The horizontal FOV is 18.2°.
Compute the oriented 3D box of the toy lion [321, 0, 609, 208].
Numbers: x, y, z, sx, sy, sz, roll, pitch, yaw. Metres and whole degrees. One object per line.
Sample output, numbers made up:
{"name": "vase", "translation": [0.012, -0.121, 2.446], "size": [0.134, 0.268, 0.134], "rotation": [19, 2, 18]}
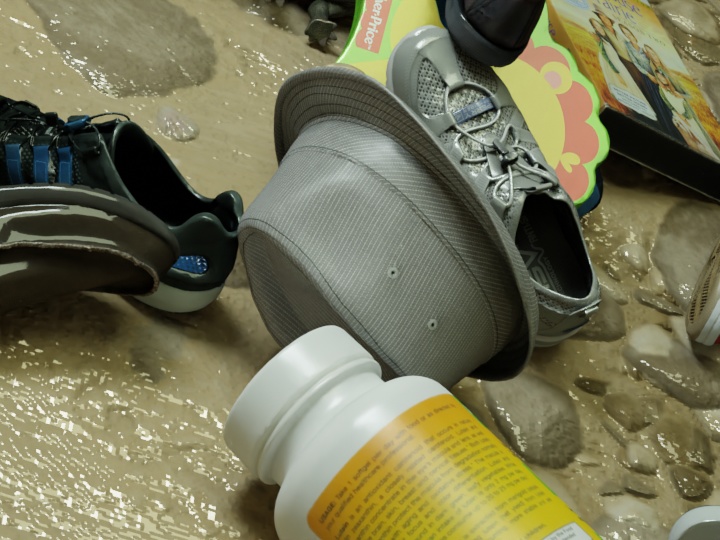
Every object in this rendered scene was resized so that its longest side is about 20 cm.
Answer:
{"name": "toy lion", "translation": [0.062, -0.114, 1.364], "size": [0.191, 0.069, 0.201], "rotation": [17, 70, -8]}

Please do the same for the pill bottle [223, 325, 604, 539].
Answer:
{"name": "pill bottle", "translation": [0.030, 0.122, 1.078], "size": [0.200, 0.111, 0.111], "rotation": [44, 39, 20]}

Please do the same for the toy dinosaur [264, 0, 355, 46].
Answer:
{"name": "toy dinosaur", "translation": [-0.036, -0.208, 1.488], "size": [0.199, 0.077, 0.102], "rotation": [20, 23, -3]}

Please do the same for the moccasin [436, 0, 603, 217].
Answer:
{"name": "moccasin", "translation": [0.082, -0.111, 1.439], "size": [0.200, 0.080, 0.068], "rotation": [59, 15, 10]}

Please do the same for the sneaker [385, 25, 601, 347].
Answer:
{"name": "sneaker", "translation": [0.087, -0.055, 1.285], "size": [0.075, 0.082, 0.200], "rotation": [-31, 93, -20]}

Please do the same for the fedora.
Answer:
{"name": "fedora", "translation": [0.000, 0.000, 1.181], "size": [0.090, 0.177, 0.200], "rotation": [-45, 116, -26]}

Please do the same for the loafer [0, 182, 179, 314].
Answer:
{"name": "loafer", "translation": [-0.191, -0.001, 1.130], "size": [0.199, 0.073, 0.072], "rotation": [4, 67, -13]}

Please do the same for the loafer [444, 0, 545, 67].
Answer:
{"name": "loafer", "translation": [0.098, -0.200, 1.335], "size": [0.072, 0.063, 0.200], "rotation": [30, 40, -15]}

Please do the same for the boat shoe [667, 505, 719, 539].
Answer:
{"name": "boat shoe", "translation": [0.250, 0.170, 1.211], "size": [0.200, 0.069, 0.057], "rotation": [24, 28, -15]}

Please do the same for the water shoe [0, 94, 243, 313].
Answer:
{"name": "water shoe", "translation": [-0.147, -0.060, 1.211], "size": [0.200, 0.079, 0.072], "rotation": [33, 36, 6]}

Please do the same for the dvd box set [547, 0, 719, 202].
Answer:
{"name": "dvd box set", "translation": [0.175, -0.143, 1.537], "size": [0.146, 0.029, 0.200], "rotation": [23, 32, -36]}

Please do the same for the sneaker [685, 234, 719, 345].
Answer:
{"name": "sneaker", "translation": [0.279, 0.003, 1.422], "size": [0.112, 0.071, 0.200], "rotation": [33, 40, 2]}
